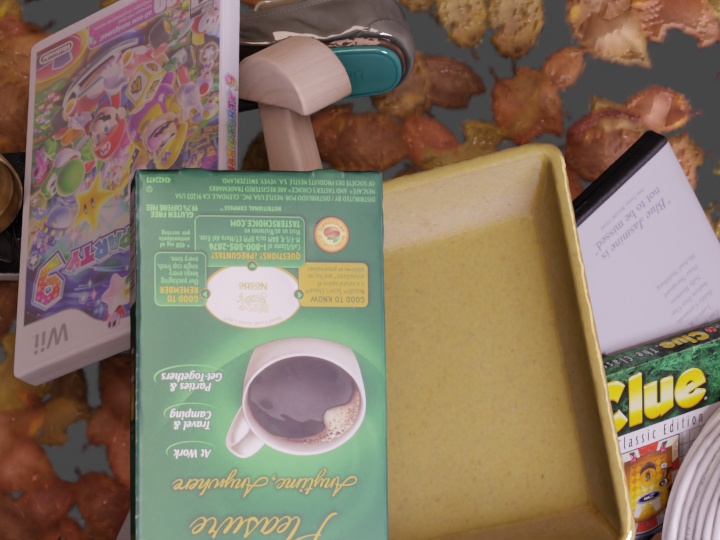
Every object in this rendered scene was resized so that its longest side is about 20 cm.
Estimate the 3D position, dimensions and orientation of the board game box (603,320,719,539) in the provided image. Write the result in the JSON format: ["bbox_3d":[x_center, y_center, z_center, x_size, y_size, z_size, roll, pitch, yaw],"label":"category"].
[{"bbox_3d":[0.146,0.090,1.348,0.199,0.023,0.105,-17,115,-29],"label":"board game box"}]

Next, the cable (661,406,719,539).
[{"bbox_3d":[0.251,0.153,1.351,0.200,0.069,0.200,46,74,-16],"label":"cable"}]

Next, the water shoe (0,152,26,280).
[{"bbox_3d":[-0.147,-0.038,1.401,0.199,0.079,0.072,-2,78,-2],"label":"water shoe"}]

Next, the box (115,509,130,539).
[{"bbox_3d":[-0.085,0.229,1.307,0.124,0.097,0.201,34,72,-30],"label":"box"}]

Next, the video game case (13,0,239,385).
[{"bbox_3d":[-0.119,-0.053,1.323,0.143,0.018,0.201,-21,56,34],"label":"video game case"}]

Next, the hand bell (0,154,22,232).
[{"bbox_3d":[-0.240,-0.118,1.393,0.104,0.104,0.201,-7,56,-3],"label":"hand bell"}]

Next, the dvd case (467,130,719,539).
[{"bbox_3d":[0.144,0.044,1.354,0.143,0.018,0.200,-43,127,-14],"label":"dvd case"}]

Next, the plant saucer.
[{"bbox_3d":[0.028,0.058,1.256,0.199,0.048,0.201,-14,78,19],"label":"plant saucer"}]

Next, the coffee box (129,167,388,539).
[{"bbox_3d":[-0.049,0.053,1.209,0.122,0.044,0.201,-1,83,-12],"label":"coffee box"}]

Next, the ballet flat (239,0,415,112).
[{"bbox_3d":[-0.070,-0.121,1.438,0.199,0.068,0.064,-6,51,-4],"label":"ballet flat"}]

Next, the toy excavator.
[{"bbox_3d":[0.000,0.000,1.364,0.100,0.195,0.200,-30,55,-36],"label":"toy excavator"}]

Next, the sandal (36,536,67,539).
[{"bbox_3d":[-0.152,0.158,1.268,0.199,0.055,0.082,4,63,37],"label":"sandal"}]
